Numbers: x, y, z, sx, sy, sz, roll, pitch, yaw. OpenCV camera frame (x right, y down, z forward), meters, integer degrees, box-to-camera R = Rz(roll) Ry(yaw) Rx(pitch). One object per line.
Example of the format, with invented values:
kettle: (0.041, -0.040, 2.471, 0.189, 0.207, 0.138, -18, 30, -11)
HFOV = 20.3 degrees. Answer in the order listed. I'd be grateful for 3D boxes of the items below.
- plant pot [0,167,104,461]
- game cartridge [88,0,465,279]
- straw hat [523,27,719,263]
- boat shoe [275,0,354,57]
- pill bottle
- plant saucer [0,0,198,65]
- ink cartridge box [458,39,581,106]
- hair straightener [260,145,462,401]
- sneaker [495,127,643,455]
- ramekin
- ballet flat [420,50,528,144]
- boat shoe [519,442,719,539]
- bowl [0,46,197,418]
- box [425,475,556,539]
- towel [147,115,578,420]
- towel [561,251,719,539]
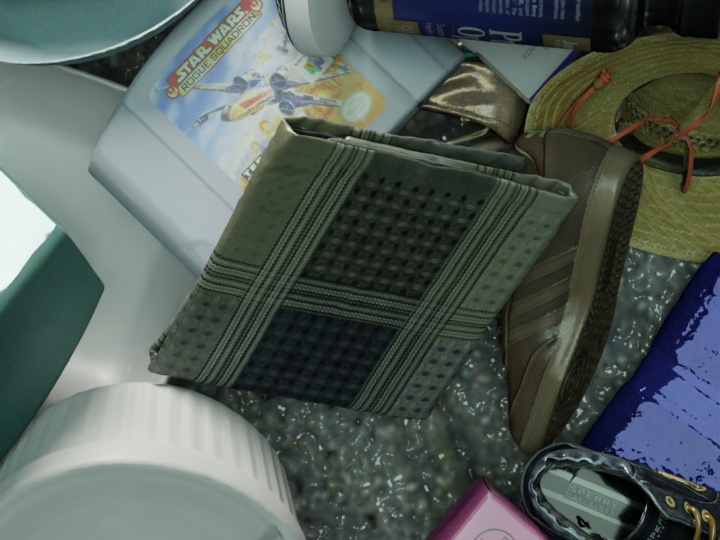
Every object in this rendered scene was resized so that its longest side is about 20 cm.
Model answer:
plant pot: (-0.246, 0.036, 1.084, 0.141, 0.141, 0.200, 41, 79, 20)
game cartridge: (-0.054, -0.096, 1.151, 0.133, 0.042, 0.200, 43, 84, -1)
straw hat: (0.199, -0.100, 1.193, 0.199, 0.202, 0.085, 12, 49, 0)
boat shoe: (-0.043, -0.216, 1.119, 0.067, 0.072, 0.202, -5, 89, 27)
pill bottle: (0.098, -0.176, 1.083, 0.198, 0.112, 0.113, 7, 89, 9)
plant saucer: (-0.155, -0.181, 1.181, 0.199, 0.039, 0.202, -9, 48, 11)
ink cartridge box: (0.089, -0.234, 1.148, 0.200, 0.047, 0.198, 41, 110, -5)
hair straightener: (0.015, 0.019, 1.190, 0.077, 0.041, 0.200, 43, 110, -7)
sneaker: (0.110, 0.010, 1.195, 0.075, 0.070, 0.201, 23, 114, 22)
ramekin: (-0.126, 0.154, 1.153, 0.201, 0.095, 0.204, -1, 125, -2)
ballet flat: (0.005, -0.103, 1.208, 0.198, 0.068, 0.068, 3, 97, 1)
boat shoe: (0.184, 0.156, 1.148, 0.199, 0.091, 0.071, 21, 89, 6)
bowl: (-0.185, -0.017, 1.200, 0.198, 0.075, 0.201, 20, 89, 0)
box: (0.091, 0.256, 1.186, 0.200, 0.097, 0.176, 41, 90, 0)
towel: (0.000, 0.000, 1.124, 0.191, 0.035, 0.200, 12, 131, -28)
towel: (0.219, 0.109, 1.218, 0.147, 0.050, 0.201, 35, 90, 7)
